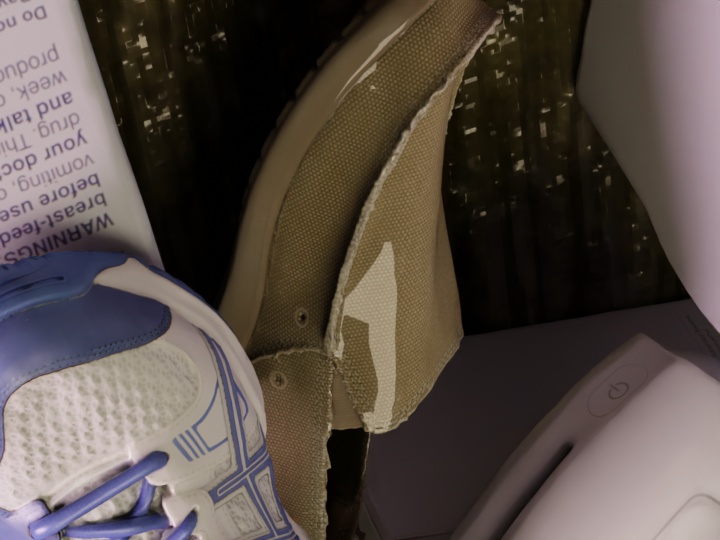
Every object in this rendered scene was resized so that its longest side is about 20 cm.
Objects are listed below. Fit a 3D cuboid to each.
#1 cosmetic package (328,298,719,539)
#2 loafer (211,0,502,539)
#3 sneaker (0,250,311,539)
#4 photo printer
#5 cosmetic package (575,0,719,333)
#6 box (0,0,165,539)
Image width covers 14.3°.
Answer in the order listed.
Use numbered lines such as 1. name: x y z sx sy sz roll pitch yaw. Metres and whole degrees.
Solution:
1. cosmetic package: 0.078 0.078 0.914 0.199 0.085 0.108 -7 134 -20
2. loafer: 0.000 0.000 0.788 0.067 0.076 0.201 28 128 5
3. sneaker: -0.039 0.076 0.694 0.075 0.088 0.200 -30 137 3
4. photo printer: 0.098 0.120 0.834 0.200 0.069 0.167 33 92 -37
5. cosmetic package: 0.188 -0.070 0.764 0.199 0.168 0.167 -10 136 -20
6. box: -0.146 -0.003 0.702 0.183 0.105 0.201 -22 137 -8
